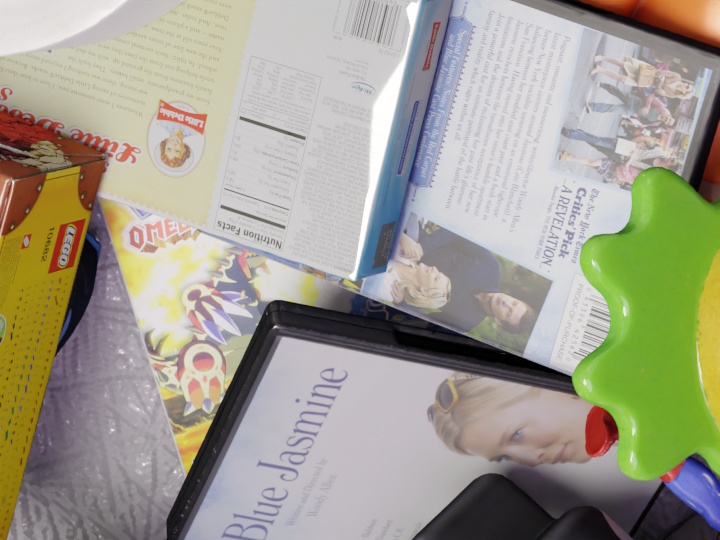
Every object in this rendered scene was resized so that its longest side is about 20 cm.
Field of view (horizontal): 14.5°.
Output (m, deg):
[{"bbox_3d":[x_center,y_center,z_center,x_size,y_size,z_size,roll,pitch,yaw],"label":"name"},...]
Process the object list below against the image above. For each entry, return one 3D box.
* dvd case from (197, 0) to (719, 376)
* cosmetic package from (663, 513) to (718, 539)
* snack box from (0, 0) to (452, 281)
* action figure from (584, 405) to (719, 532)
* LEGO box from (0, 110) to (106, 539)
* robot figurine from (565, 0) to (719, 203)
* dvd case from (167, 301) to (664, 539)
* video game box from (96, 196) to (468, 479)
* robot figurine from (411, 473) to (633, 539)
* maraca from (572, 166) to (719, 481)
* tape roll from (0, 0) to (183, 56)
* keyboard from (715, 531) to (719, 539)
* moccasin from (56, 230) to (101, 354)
[{"bbox_3d":[0.038,-0.050,1.135,0.199,0.018,0.143,21,108,18],"label":"dvd case"},{"bbox_3d":[0.178,0.165,1.285,0.200,0.071,0.101,-40,108,15],"label":"cosmetic package"},{"bbox_3d":[-0.071,-0.081,1.143,0.199,0.037,0.117,19,103,20],"label":"snack box"},{"bbox_3d":[0.184,0.123,1.151,0.200,0.099,0.065,37,111,-18],"label":"action figure"},{"bbox_3d":[-0.205,0.025,1.155,0.148,0.077,0.201,23,106,20],"label":"LEGO box"},{"bbox_3d":[0.152,-0.083,1.156,0.116,0.143,0.201,32,117,33],"label":"robot figurine"},{"bbox_3d":[0.032,0.084,1.218,0.199,0.018,0.143,12,132,-17],"label":"dvd case"},{"bbox_3d":[0.000,0.000,1.228,0.199,0.047,0.183,-14,110,6],"label":"video game box"},{"bbox_3d":[0.095,0.180,1.167,0.200,0.150,0.125,44,83,8],"label":"robot figurine"},{"bbox_3d":[0.162,0.024,1.080,0.199,0.107,0.138,5,84,-34],"label":"maraca"},{"bbox_3d":[-0.135,-0.183,1.094,0.201,0.071,0.204,3,98,17],"label":"tape roll"},{"bbox_3d":[0.205,0.063,1.195,0.103,0.040,0.201,4,114,-1],"label":"keyboard"},{"bbox_3d":[-0.190,0.055,1.236,0.080,0.068,0.200,31,110,-12],"label":"moccasin"}]
